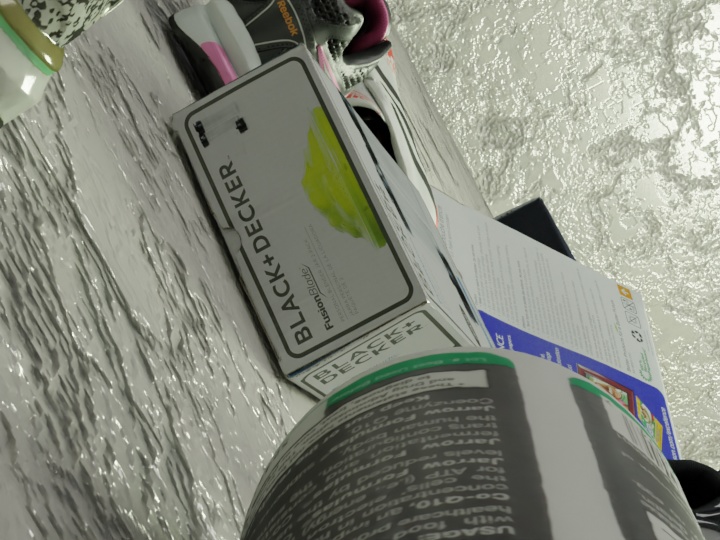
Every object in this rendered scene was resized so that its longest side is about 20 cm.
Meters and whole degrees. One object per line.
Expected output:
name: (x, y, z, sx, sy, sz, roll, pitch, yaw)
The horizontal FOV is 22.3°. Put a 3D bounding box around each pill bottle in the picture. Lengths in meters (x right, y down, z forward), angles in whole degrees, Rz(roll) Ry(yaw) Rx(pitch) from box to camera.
pill bottle: (0.024, 0.093, 0.355, 0.114, 0.113, 0.200, 61, 7, -11)

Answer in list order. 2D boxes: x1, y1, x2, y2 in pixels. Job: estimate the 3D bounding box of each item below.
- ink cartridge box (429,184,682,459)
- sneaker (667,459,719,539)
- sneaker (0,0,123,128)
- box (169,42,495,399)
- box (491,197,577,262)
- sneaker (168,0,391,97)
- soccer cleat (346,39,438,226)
ink cartridge box: (0.107, 0.055, 1.142, 0.199, 0.047, 0.198, 23, 38, -23)
sneaker: (0.108, 0.127, 0.691, 0.078, 0.140, 0.200, 37, -13, 40)
sneaker: (-0.075, -0.105, 0.476, 0.077, 0.088, 0.200, 58, 8, -31)
box: (0.000, 0.000, 0.753, 0.117, 0.060, 0.200, 65, 7, 19)
box: (0.142, 0.073, 1.351, 0.148, 0.104, 0.201, 55, 11, -45)
sneaker: (-0.022, -0.100, 0.865, 0.081, 0.086, 0.200, 64, 6, -3)
soccer cleat: (-0.008, -0.097, 1.048, 0.085, 0.068, 0.201, 57, 13, -68)
